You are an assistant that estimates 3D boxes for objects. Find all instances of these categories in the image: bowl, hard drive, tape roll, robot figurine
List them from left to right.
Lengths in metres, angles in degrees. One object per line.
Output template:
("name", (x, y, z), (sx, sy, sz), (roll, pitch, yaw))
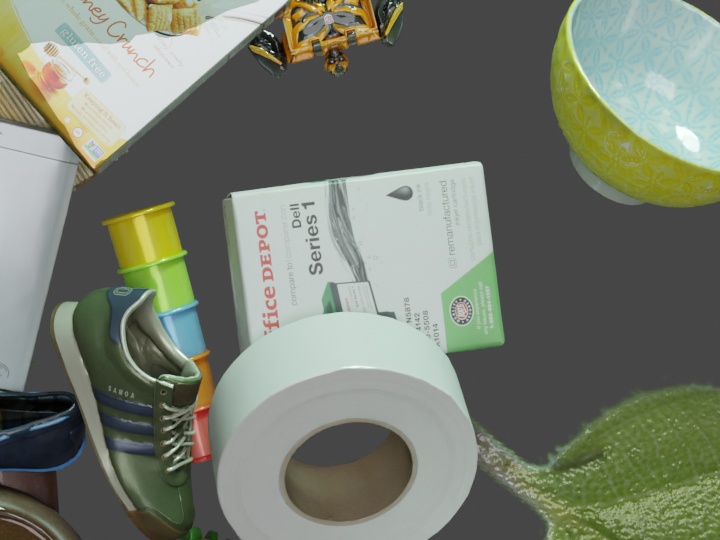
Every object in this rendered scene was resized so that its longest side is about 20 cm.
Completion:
("hard drive", (-0.296, -0.018, 1.507), (0.131, 0.027, 0.201), (13, 99, -15))
("robot figurine", (-0.043, -0.249, 1.550), (0.144, 0.058, 0.201), (-16, 93, -3))
("tape roll", (-0.015, 0.132, 1.508), (0.201, 0.071, 0.203), (-6, 127, -8))
("bowl", (0.222, -0.115, 1.550), (0.199, 0.201, 0.108), (27, 132, -7))

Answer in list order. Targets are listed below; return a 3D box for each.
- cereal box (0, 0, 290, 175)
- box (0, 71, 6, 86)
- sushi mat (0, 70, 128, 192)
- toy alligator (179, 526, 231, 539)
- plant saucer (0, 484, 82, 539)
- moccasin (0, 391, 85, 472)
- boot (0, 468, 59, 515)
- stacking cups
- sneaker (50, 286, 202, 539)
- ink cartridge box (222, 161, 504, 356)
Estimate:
("cereal box", (-0.171, -0.190, 1.490), (0.200, 0.040, 0.144), (-43, 90, -8))
("box", (-0.328, -0.239, 1.527), (0.200, 0.041, 0.156), (36, 87, -5))
("sushi mat", (-0.268, -0.144, 1.511), (0.095, 0.012, 0.201), (-36, 106, -9))
("toy alligator", (-0.085, 0.249, 1.563), (0.199, 0.059, 0.054), (29, 47, -7))
("plant saucer", (-0.281, 0.252, 1.465), (0.199, 0.034, 0.202), (6, 73, -20))
("moccasin", (-0.307, 0.109, 1.498), (0.199, 0.068, 0.081), (-5, 48, -19))
("boot", (-0.226, 0.225, 1.544), (0.185, 0.064, 0.201), (-10, 84, -17))
("stacking cups", (-0.147, 0.050, 1.543), (0.060, 0.061, 0.201), (-15, 93, -6))
("sneaker", (-0.155, 0.104, 1.498), (0.089, 0.067, 0.201), (-21, 96, 26))
("ink cartridge box", (0.000, 0.000, 1.548), (0.199, 0.084, 0.147), (-8, 92, -7))
